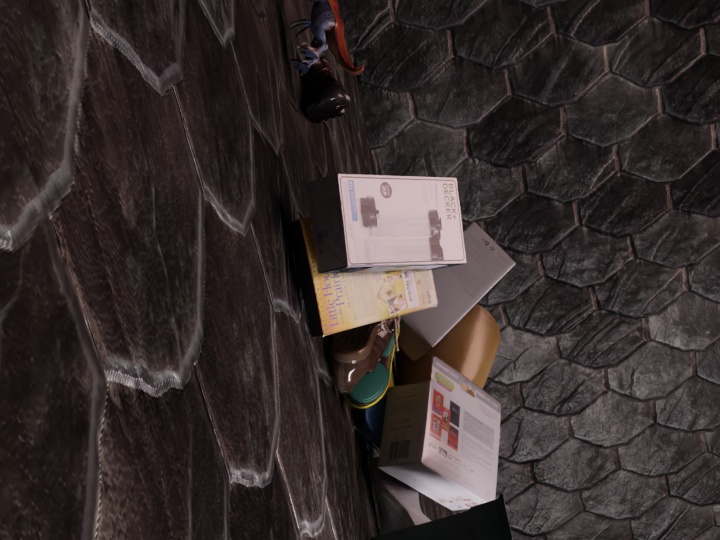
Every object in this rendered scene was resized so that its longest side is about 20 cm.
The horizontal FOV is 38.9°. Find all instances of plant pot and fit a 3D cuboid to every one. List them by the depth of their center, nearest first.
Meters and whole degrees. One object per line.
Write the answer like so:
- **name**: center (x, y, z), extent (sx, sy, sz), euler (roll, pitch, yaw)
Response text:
- **plant pot**: center (0.118, 0.420, 1.375), extent (0.200, 0.195, 0.201), euler (-13, 90, -85)
- **plant pot**: center (0.137, 0.176, 1.730), extent (0.200, 0.186, 0.187), euler (-76, 157, -46)

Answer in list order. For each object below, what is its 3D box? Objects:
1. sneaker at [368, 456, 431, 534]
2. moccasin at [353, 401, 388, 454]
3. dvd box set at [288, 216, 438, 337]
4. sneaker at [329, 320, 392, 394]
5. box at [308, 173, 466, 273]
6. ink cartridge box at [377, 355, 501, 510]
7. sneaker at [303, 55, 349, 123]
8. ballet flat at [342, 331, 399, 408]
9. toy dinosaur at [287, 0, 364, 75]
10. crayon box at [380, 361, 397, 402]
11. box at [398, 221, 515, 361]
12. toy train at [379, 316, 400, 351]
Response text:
- **sneaker**: center (0.054, 0.377, 1.539), extent (0.075, 0.089, 0.200), euler (9, 37, -43)
- **moccasin**: center (0.042, 0.258, 1.586), extent (0.200, 0.068, 0.081), euler (37, 50, -47)
- **dvd box set**: center (0.007, -0.006, 1.291), extent (0.029, 0.200, 0.147), euler (-11, -88, 50)
- **sneaker**: center (0.004, 0.103, 1.446), extent (0.200, 0.070, 0.076), euler (-40, 141, -59)
- **box**: center (0.037, -0.059, 1.265), extent (0.200, 0.060, 0.117), euler (-1, 83, -40)
- **ink cartridge box**: center (0.128, 0.252, 1.566), extent (0.200, 0.084, 0.176), euler (38, 50, -39)
- **sneaker**: center (-0.072, -0.320, 1.735), extent (0.200, 0.075, 0.116), euler (-175, -112, -84)
- **ballet flat**: center (0.012, 0.142, 1.504), extent (0.067, 0.067, 0.200), euler (-57, -173, 43)
- **toy dinosaur**: center (-0.057, -0.404, 1.650), extent (0.105, 0.199, 0.182), euler (105, 9, -66)
- **crayon box**: center (0.022, 0.160, 1.683), extent (0.200, 0.058, 0.119), euler (28, 51, -84)
- **box**: center (0.133, 0.035, 1.632), extent (0.097, 0.200, 0.124), euler (45, -18, 4)
- **toy train**: center (-0.012, 0.014, 1.381), extent (0.085, 0.115, 0.201), euler (-1, 84, -60)
